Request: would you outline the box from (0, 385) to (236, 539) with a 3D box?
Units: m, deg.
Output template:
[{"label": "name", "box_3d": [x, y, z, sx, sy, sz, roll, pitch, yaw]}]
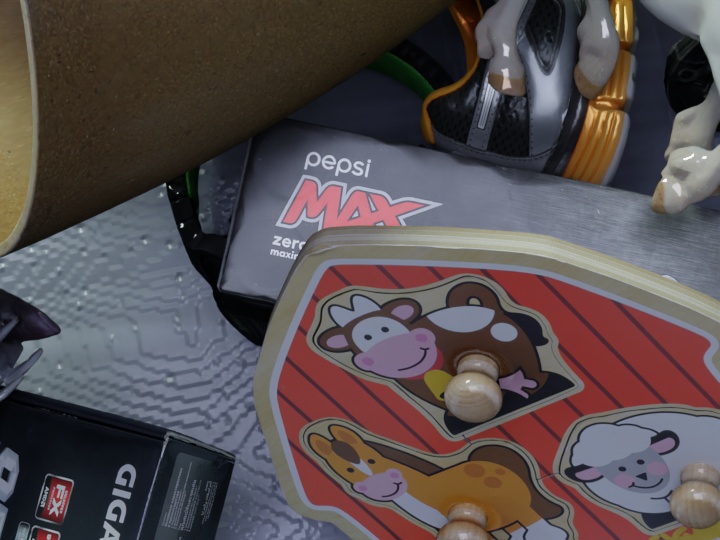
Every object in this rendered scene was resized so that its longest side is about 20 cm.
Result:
[{"label": "box", "box_3d": [-0.143, 0.146, 0.950, 0.158, 0.046, 0.202, 11, 83, 36]}]

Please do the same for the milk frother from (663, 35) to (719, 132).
[{"label": "milk frother", "box_3d": [0.174, -0.179, 0.955, 0.180, 0.200, 0.189, 34, 44, -24]}]

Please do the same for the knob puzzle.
[{"label": "knob puzzle", "box_3d": [0.047, 0.057, 0.880, 0.218, 0.221, 0.031, 7, 48, 7]}]

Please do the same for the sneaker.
[{"label": "sneaker", "box_3d": [0.068, -0.125, 0.961, 0.076, 0.078, 0.202, 6, 65, 0]}]

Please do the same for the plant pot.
[{"label": "plant pot", "box_3d": [-0.056, -0.120, 0.846, 0.199, 0.186, 0.188, -16, 80, -24]}]

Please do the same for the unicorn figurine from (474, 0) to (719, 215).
[{"label": "unicorn figurine", "box_3d": [0.120, -0.094, 0.843, 0.199, 0.074, 0.138, 31, 119, 16]}]

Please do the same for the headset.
[{"label": "headset", "box_3d": [0.000, 0.000, 0.985, 0.123, 0.094, 0.201, -20, 66, -3]}]

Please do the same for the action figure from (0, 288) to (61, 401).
[{"label": "action figure", "box_3d": [-0.191, 0.076, 0.890, 0.069, 0.130, 0.201, 16, 64, 47]}]

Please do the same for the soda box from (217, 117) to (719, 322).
[{"label": "soda box", "box_3d": [0.052, 0.001, 0.905, 0.198, 0.063, 0.071, 12, 82, 2]}]
